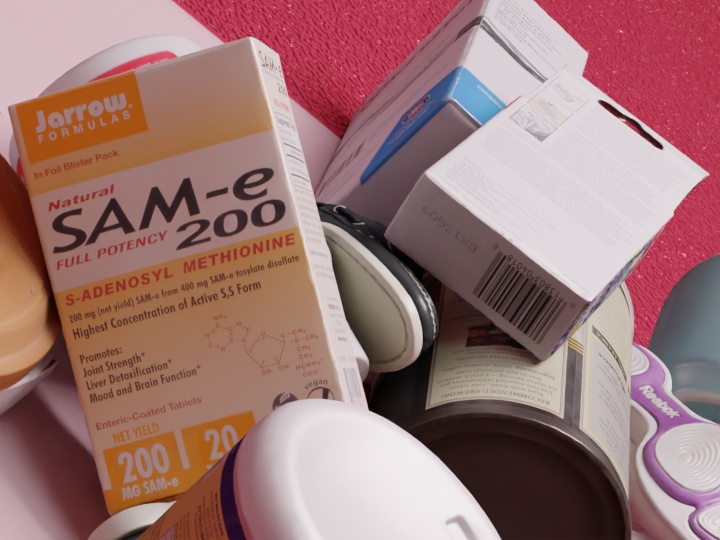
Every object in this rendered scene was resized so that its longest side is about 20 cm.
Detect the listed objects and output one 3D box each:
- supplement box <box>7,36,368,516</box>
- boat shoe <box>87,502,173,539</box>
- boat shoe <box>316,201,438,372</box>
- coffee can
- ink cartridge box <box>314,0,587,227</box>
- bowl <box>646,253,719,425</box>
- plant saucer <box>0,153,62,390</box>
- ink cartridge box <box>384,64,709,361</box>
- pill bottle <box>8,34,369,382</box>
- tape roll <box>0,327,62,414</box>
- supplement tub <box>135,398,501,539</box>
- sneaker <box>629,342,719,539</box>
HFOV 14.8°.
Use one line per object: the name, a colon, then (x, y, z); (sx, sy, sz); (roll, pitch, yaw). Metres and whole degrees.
supplement box: (-0.079, 0.003, 1.319); (0.074, 0.126, 0.201); (13, 61, -82)
boat shoe: (-0.039, 0.154, 1.318); (0.200, 0.075, 0.062); (15, 39, -43)
boat shoe: (0.000, 0.002, 1.483); (0.066, 0.199, 0.075); (-14, 104, -25)
coffee can: (0.075, 0.081, 1.496); (0.146, 0.146, 0.200); (38, 28, -16)
ink cartridge box: (0.050, -0.073, 1.666); (0.084, 0.145, 0.200); (41, 28, -10)
bowl: (0.242, 0.098, 1.692); (0.201, 0.201, 0.105); (48, 47, 4)
plant saucer: (-0.217, -0.030, 1.282); (0.200, 0.032, 0.201); (35, 29, -23)
ink cartridge box: (0.104, -0.035, 1.494); (0.109, 0.050, 0.200); (38, 32, 8)
pill bottle: (-0.084, -0.010, 1.424); (0.119, 0.120, 0.200); (-2, 54, -55)
tape roll: (-0.229, -0.012, 1.314); (0.202, 0.037, 0.203); (35, 30, -23)
supplement tub: (-0.045, 0.165, 1.158); (0.145, 0.200, 0.146); (33, 30, -22)
sneaker: (0.174, 0.122, 1.609); (0.075, 0.100, 0.200); (-7, 32, -17)
